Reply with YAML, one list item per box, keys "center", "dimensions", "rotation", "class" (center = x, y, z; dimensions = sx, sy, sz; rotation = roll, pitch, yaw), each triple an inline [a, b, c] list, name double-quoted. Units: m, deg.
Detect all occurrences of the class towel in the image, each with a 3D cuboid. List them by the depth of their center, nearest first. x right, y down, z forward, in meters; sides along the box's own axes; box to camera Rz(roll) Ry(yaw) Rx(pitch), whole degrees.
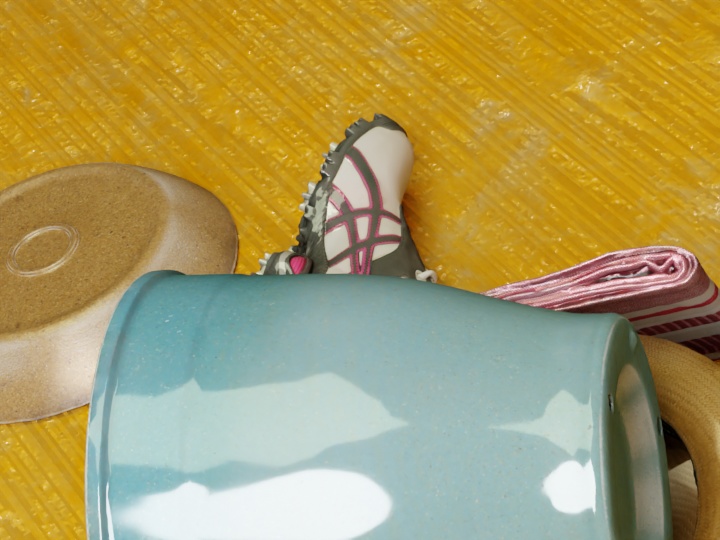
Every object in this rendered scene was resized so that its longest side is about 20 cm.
- center: [0.094, 0.026, 1.268]
  dimensions: [0.144, 0.200, 0.023]
  rotation: [-12, 77, 14]
  class: "towel"

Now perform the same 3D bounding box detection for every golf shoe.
- center: [0.000, 0.000, 1.447]
  dimensions: [0.088, 0.077, 0.200]
  rotation: [20, 44, 7]
  class: "golf shoe"

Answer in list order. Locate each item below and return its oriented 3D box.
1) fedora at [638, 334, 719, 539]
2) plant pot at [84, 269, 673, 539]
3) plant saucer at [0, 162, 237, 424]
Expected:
- center: [0.095, 0.124, 1.196]
  dimensions: [0.200, 0.082, 0.201]
  rotation: [-17, 55, 26]
  class: "fedora"
- center: [0.018, 0.089, 1.096]
  dimensions: [0.187, 0.200, 0.200]
  rotation: [-7, 39, 15]
  class: "plant pot"
- center: [-0.165, 0.000, 1.546]
  dimensions: [0.200, 0.035, 0.200]
  rotation: [-15, 37, 11]
  class: "plant saucer"
